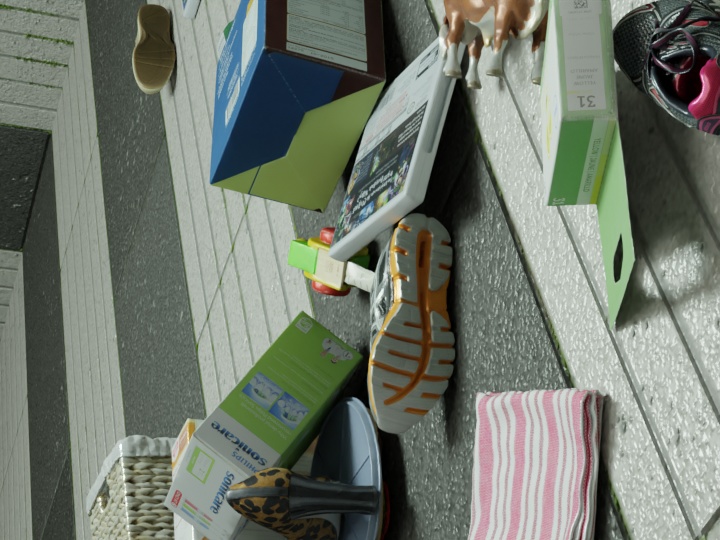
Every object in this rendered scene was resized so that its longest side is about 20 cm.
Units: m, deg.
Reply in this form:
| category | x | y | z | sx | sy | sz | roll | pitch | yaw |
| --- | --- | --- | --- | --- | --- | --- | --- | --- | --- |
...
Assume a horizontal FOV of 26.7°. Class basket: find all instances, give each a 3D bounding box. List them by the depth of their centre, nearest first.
| category | x | y | z | sx | sy | sz | roll | pitch | yaw |
| --- | --- | --- | --- | --- | --- | --- | --- | --- | --- |
| basket | -0.212 | 0.308 | 1.794 | 0.199 | 0.197 | 0.163 | 126 | 143 | -53 |

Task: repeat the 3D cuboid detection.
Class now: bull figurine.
| category | x | y | z | sx | sy | sz | roll | pitch | yaw |
| --- | --- | --- | --- | --- | --- | --- | --- | --- | --- |
| bull figurine | 0.122 | -0.217 | 1.254 | 0.200 | 0.064 | 0.123 | -169 | 89 | -70 |

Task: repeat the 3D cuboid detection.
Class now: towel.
| category | x | y | z | sx | sy | sz | roll | pitch | yaw |
| --- | --- | --- | --- | --- | --- | --- | --- | --- | --- |
| towel | 0.127 | 0.165 | 1.173 | 0.200 | 0.030 | 0.149 | 167 | 110 | -69 |

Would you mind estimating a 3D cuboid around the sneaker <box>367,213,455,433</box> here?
| category | x | y | z | sx | sy | sz | roll | pitch | yaw |
| --- | --- | --- | --- | --- | --- | --- | --- | --- | --- |
| sneaker | 0.041 | 0.053 | 1.382 | 0.077 | 0.077 | 0.203 | 143 | 141 | -61 |

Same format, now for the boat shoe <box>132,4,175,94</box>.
| category | x | y | z | sx | sy | sz | roll | pitch | yaw |
| --- | --- | --- | --- | --- | --- | --- | --- | --- | --- |
| boat shoe | -0.354 | -0.364 | 2.573 | 0.065 | 0.071 | 0.202 | 107 | 161 | -48 |

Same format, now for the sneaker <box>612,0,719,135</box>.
| category | x | y | z | sx | sy | sz | roll | pitch | yaw |
| --- | --- | --- | --- | --- | --- | --- | --- | --- | --- |
| sneaker | 0.212 | -0.138 | 0.980 | 0.200 | 0.074 | 0.082 | -133 | 52 | -65 |

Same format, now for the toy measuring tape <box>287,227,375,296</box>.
| category | x | y | z | sx | sy | sz | roll | pitch | yaw |
| --- | --- | --- | --- | --- | --- | --- | --- | --- | --- |
| toy measuring tape | 0.000 | 0.000 | 1.549 | 0.199 | 0.073 | 0.075 | 20 | 103 | 46 |

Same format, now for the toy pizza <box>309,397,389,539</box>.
| category | x | y | z | sx | sy | sz | roll | pitch | yaw |
| --- | --- | --- | --- | --- | --- | --- | --- | --- | --- |
| toy pizza | -0.009 | 0.229 | 1.511 | 0.200 | 0.031 | 0.203 | -174 | 90 | -71 |

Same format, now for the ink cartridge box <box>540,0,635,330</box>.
| category | x | y | z | sx | sy | sz | roll | pitch | yaw |
| --- | --- | --- | --- | --- | --- | --- | --- | --- | --- |
| ink cartridge box | 0.157 | -0.075 | 1.072 | 0.146 | 0.047 | 0.203 | 82 | -172 | -69 |

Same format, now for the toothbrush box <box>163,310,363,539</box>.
| category | x | y | z | sx | sy | sz | roll | pitch | yaw |
| --- | --- | --- | --- | --- | --- | --- | --- | --- | --- |
| toothbrush box | -0.098 | 0.162 | 1.541 | 0.200 | 0.086 | 0.146 | -51 | -8 | -39 |

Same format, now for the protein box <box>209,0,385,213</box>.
| category | x | y | z | sx | sy | sz | roll | pitch | yaw |
| --- | --- | --- | --- | --- | --- | --- | --- | --- | --- |
| protein box | -0.070 | -0.213 | 1.633 | 0.202 | 0.133 | 0.200 | -92 | 21 | -44 |

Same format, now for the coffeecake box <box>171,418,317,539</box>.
| category | x | y | z | sx | sy | sz | roll | pitch | yaw |
| --- | --- | --- | --- | --- | --- | --- | --- | --- | --- |
| coffeecake box | -0.118 | 0.268 | 1.615 | 0.073 | 0.151 | 0.202 | 124 | 147 | -49 |

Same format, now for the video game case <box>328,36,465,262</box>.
| category | x | y | z | sx | sy | sz | roll | pitch | yaw |
| --- | --- | --- | --- | --- | --- | --- | --- | --- | --- |
| video game case | 0.035 | -0.118 | 1.456 | 0.200 | 0.023 | 0.184 | -35 | 35 | 63 |

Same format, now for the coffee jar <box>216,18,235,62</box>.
| category | x | y | z | sx | sy | sz | roll | pitch | yaw |
| --- | --- | --- | --- | --- | --- | --- | --- | --- | --- |
| coffee jar | -0.112 | -0.213 | 1.825 | 0.202 | 0.103 | 0.086 | -103 | 31 | -41 |

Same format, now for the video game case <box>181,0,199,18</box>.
| category | x | y | z | sx | sy | sz | roll | pitch | yaw |
| --- | --- | --- | --- | --- | --- | --- | --- | --- | --- |
| video game case | -0.263 | -0.541 | 2.449 | 0.183 | 0.023 | 0.202 | 117 | 151 | -42 |

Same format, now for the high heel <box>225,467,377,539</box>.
| category | x | y | z | sx | sy | sz | roll | pitch | yaw |
| --- | --- | --- | --- | --- | --- | --- | --- | --- | --- |
| high heel | -0.082 | 0.230 | 1.457 | 0.200 | 0.141 | 0.072 | 136 | 136 | -60 |
